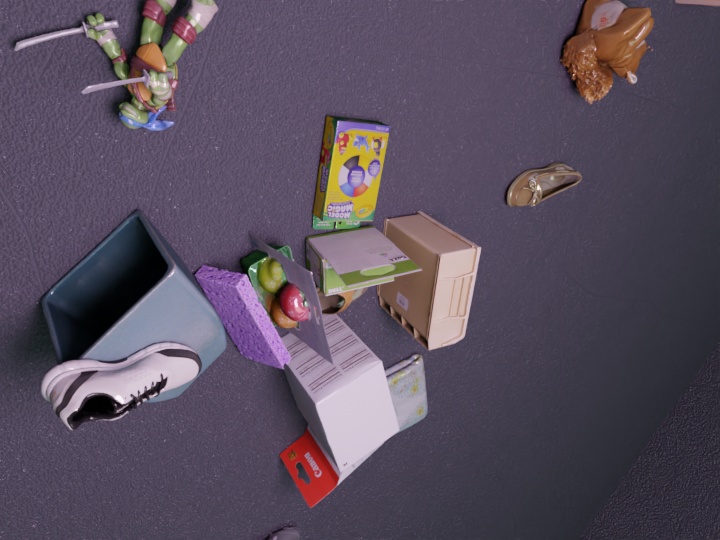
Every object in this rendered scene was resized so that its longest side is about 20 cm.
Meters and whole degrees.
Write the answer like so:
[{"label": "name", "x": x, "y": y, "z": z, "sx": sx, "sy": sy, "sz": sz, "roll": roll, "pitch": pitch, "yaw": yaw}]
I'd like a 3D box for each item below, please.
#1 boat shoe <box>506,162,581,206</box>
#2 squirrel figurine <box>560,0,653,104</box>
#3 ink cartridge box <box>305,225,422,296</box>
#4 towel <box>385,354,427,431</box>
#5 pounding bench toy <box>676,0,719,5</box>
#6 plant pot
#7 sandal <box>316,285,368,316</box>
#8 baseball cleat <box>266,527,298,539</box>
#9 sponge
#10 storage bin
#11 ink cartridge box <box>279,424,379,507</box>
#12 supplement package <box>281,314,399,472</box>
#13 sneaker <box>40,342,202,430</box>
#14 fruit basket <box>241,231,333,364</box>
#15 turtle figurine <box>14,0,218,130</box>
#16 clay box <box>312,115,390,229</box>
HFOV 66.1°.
[{"label": "boat shoe", "x": 0.423, "y": -0.194, "z": 1.277, "sx": 0.196, "sy": 0.063, "sz": 0.075, "roll": -21, "pitch": 124, "yaw": -25}, {"label": "squirrel figurine", "x": 0.531, "y": -0.468, "z": 1.191, "sx": 0.201, "sy": 0.143, "sz": 0.185, "roll": -47, "pitch": 142, "yaw": 14}, {"label": "ink cartridge box", "x": 0.000, "y": 0.000, "z": 0.985, "sx": 0.144, "sy": 0.200, "sz": 0.078, "roll": -11, "pitch": 120, "yaw": -21}, {"label": "towel", "x": 0.074, "y": 0.310, "z": 1.303, "sx": 0.196, "sy": 0.048, "sz": 0.176, "roll": -23, "pitch": 125, "yaw": -24}, {"label": "pounding bench toy", "x": 0.851, "y": -0.666, "z": 1.246, "sx": 0.152, "sy": 0.199, "sz": 0.128, "roll": -12, "pitch": 121, "yaw": -29}, {"label": "plant pot", "x": -0.313, "y": 0.076, "z": 0.828, "sx": 0.196, "sy": 0.195, "sz": 0.201, "roll": -44, "pitch": 135, "yaw": -7}, {"label": "sandal", "x": -0.056, "y": 0.052, "z": 1.076, "sx": 0.196, "sy": 0.054, "sz": 0.082, "roll": -23, "pitch": 124, "yaw": -24}, {"label": "baseball cleat", "x": -0.211, "y": 0.662, "z": 1.244, "sx": 0.196, "sy": 0.106, "sz": 0.072, "roll": -19, "pitch": 118, "yaw": -28}, {"label": "sponge", "x": -0.201, "y": 0.084, "z": 0.955, "sx": 0.030, "sy": 0.109, "sz": 0.203, "roll": -52, "pitch": 136, "yaw": -35}, {"label": "storage bin", "x": 0.124, "y": 0.017, "z": 1.088, "sx": 0.091, "sy": 0.200, "sz": 0.204, "roll": -9, "pitch": 118, "yaw": -28}, {"label": "ink cartridge box", "x": -0.069, "y": 0.360, "z": 1.154, "sx": 0.198, "sy": 0.160, "sz": 0.048, "roll": -38, "pitch": 131, "yaw": -12}, {"label": "supplement package", "x": -0.047, "y": 0.227, "z": 1.076, "sx": 0.145, "sy": 0.199, "sz": 0.195, "roll": -28, "pitch": 127, "yaw": -18}, {"label": "sneaker", "x": -0.291, "y": 0.151, "z": 0.705, "sx": 0.196, "sy": 0.080, "sz": 0.076, "roll": -10, "pitch": 126, "yaw": -41}, {"label": "fruit basket", "x": -0.115, "y": 0.042, "z": 0.938, "sx": 0.093, "sy": 0.197, "sz": 0.190, "roll": -34, "pitch": 129, "yaw": -32}, {"label": "turtle figurine", "x": -0.280, "y": -0.287, "z": 0.692, "sx": 0.198, "sy": 0.143, "sz": 0.197, "roll": 30, "pitch": 91, "yaw": -44}, {"label": "clay box", "x": -0.019, "y": -0.166, "z": 0.996, "sx": 0.112, "sy": 0.047, "sz": 0.206, "roll": -5, "pitch": 115, "yaw": -33}]
